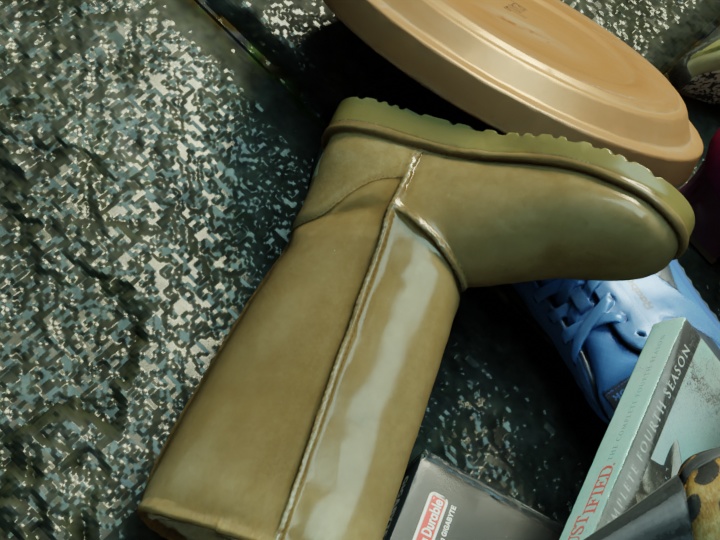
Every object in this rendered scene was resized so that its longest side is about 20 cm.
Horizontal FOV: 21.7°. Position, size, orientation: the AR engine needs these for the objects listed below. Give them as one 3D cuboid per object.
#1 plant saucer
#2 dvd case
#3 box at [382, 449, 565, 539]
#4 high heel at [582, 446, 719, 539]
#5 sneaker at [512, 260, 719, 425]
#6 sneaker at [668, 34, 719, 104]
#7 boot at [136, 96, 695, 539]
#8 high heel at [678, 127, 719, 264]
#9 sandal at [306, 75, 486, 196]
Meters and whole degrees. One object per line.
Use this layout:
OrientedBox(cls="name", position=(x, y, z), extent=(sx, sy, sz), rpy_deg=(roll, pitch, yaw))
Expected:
OrientedBox(cls="plant saucer", position=(0.072, -0.104, 0.872), extent=(0.199, 0.032, 0.201), rpy_deg=(26, 19, -10))
OrientedBox(cls="dvd case", position=(0.157, 0.140, 0.770), extent=(0.200, 0.022, 0.146), rpy_deg=(49, 50, -22))
OrientedBox(cls="box", position=(0.054, 0.194, 0.742), extent=(0.158, 0.046, 0.201), rpy_deg=(29, 54, -6))
OrientedBox(cls="high heel", position=(0.147, 0.164, 0.676), extent=(0.142, 0.071, 0.201), rpy_deg=(-31, 104, 4))
OrientedBox(cls="sneaker", position=(0.113, 0.019, 0.846), extent=(0.200, 0.066, 0.078), rpy_deg=(51, 24, 9))
OrientedBox(cls="sneaker", position=(0.255, -0.076, 0.981), extent=(0.198, 0.077, 0.089), rpy_deg=(8, 67, -17))
OrientedBox(cls="boot", position=(0.026, 0.039, 0.763), extent=(0.174, 0.066, 0.201), rpy_deg=(13, 64, 21))
OrientedBox(cls="high heel", position=(0.243, 0.005, 0.907), extent=(0.200, 0.096, 0.068), rpy_deg=(39, 53, 2))
OrientedBox(cls="sandal", position=(0.000, 0.000, 0.842), extent=(0.075, 0.045, 0.201), rpy_deg=(21, 69, -3))
